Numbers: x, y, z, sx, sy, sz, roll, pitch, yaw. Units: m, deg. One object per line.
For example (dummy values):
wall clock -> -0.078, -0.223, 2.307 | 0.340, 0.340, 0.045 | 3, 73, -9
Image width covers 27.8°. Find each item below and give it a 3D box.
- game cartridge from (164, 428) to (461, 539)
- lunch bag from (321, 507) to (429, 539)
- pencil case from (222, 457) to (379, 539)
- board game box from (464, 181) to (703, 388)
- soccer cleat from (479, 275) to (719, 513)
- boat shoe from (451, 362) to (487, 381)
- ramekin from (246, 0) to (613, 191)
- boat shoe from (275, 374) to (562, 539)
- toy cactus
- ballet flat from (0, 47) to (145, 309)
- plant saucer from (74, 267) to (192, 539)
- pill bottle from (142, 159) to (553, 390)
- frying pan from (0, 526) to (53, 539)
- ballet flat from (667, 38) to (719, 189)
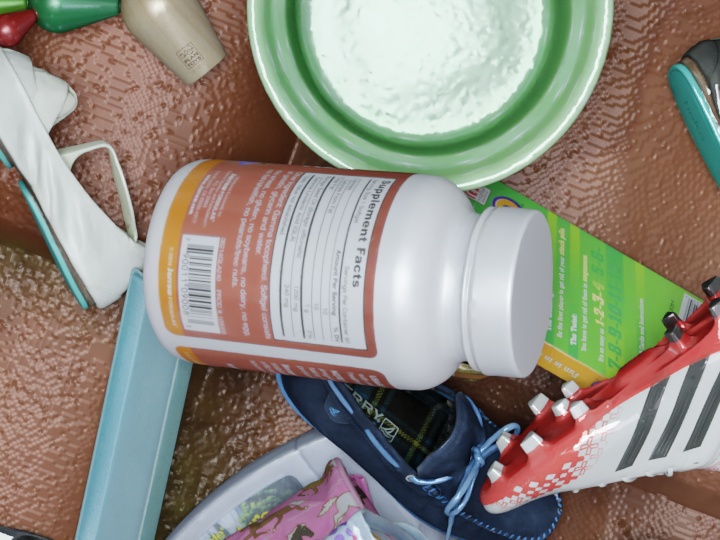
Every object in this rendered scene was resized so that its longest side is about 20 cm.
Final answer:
game cartridge -> -0.048, 0.188, 0.902 | 0.199, 0.041, 0.133 | -39, 91, 5
lunch bag -> -0.014, 0.217, 0.739 | 0.169, 0.200, 0.127 | -40, 67, 3
pencil case -> -0.072, 0.188, 0.829 | 0.199, 0.083, 0.087 | -30, 60, -4
board game box -> 0.127, 0.020, 0.851 | 0.199, 0.096, 0.030 | 32, 139, -5
soccer cleat -> 0.152, 0.087, 0.787 | 0.199, 0.069, 0.085 | -39, 98, 20
boat shoe -> 0.000, 0.000, 0.859 | 0.198, 0.068, 0.073 | 25, 98, -2
ramekin -> 0.038, -0.147, 0.824 | 0.197, 0.098, 0.203 | 0, 98, 1
boat shoe -> 0.039, 0.106, 0.853 | 0.199, 0.069, 0.085 | 29, 68, -15
toy cactus -> -0.136, -0.183, 0.834 | 0.200, 0.102, 0.165 | -40, 105, -3
ballet flat -> -0.181, -0.071, 0.843 | 0.069, 0.070, 0.201 | -25, 117, 4
plant saucer -> -0.134, 0.104, 0.868 | 0.019, 0.070, 0.202 | -1, 112, -39
pill bottle -> -0.004, 0.003, 0.765 | 0.198, 0.112, 0.114 | 6, 98, 21
frying pan -> -0.288, 0.139, 0.900 | 0.188, 0.031, 0.116 | -8, 88, -19
ballet flat -> 0.243, -0.042, 0.853 | 0.068, 0.068, 0.202 | -19, 97, -6
